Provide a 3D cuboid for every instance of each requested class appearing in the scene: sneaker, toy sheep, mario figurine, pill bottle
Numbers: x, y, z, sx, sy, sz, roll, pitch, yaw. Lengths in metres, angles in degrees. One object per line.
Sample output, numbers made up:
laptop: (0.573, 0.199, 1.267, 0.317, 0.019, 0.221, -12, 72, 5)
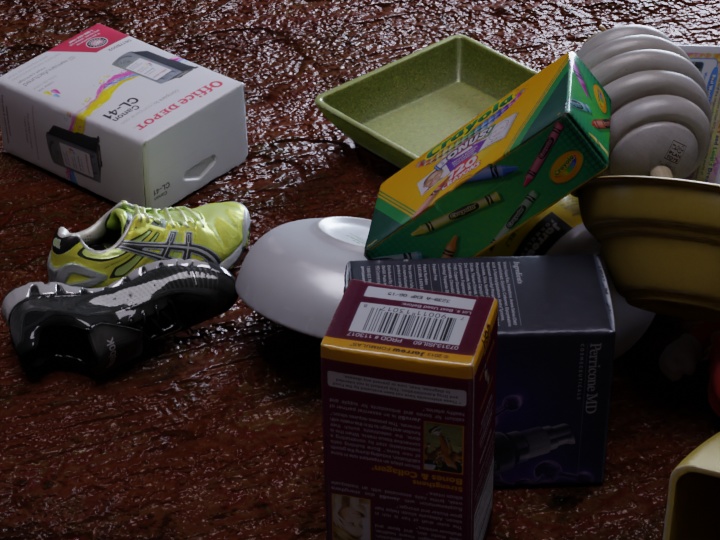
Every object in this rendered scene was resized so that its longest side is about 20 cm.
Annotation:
sneaker: (-0.196, 0.045, 1.723, 0.198, 0.067, 0.091, -8, 37, -4)
toy sheep: (0.222, -0.122, 1.704, 0.137, 0.139, 0.201, -9, 49, -11)
mario figurine: (0.316, 0.070, 1.680, 0.123, 0.107, 0.200, -25, 13, 27)
pill bottle: (0.150, -0.016, 1.745, 0.114, 0.115, 0.200, -25, 47, -31)
sneaker: (-0.178, -0.024, 1.809, 0.199, 0.077, 0.075, -24, 39, -32)

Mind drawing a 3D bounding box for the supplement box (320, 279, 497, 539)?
supplement box: (0.036, 0.117, 1.485, 0.109, 0.201, 0.086, 8, 34, 13)

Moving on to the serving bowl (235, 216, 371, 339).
serving bowl: (0.000, 0.000, 1.722, 0.198, 0.066, 0.200, 11, 17, -3)

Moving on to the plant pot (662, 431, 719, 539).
plant pot: (0.310, 0.198, 1.380, 0.198, 0.202, 0.176, 12, 25, 18)

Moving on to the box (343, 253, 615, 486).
box: (0.088, 0.077, 1.590, 0.198, 0.149, 0.105, -2, 34, -1)

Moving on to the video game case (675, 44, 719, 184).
video game case: (0.246, -0.094, 1.779, 0.024, 0.202, 0.181, 21, -9, -42)

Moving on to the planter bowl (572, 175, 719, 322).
planter bowl: (0.252, -0.009, 1.594, 0.198, 0.084, 0.200, 10, -8, 1)

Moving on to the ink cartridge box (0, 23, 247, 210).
ink cartridge box: (-0.225, -0.145, 1.981, 0.199, 0.086, 0.147, 22, 41, 32)

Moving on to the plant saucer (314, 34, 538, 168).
plant saucer: (0.090, -0.141, 1.997, 0.199, 0.048, 0.199, -27, 42, -33)

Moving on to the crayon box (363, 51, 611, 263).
crayon box: (0.100, -0.073, 1.625, 0.199, 0.058, 0.119, -35, 19, 23)
